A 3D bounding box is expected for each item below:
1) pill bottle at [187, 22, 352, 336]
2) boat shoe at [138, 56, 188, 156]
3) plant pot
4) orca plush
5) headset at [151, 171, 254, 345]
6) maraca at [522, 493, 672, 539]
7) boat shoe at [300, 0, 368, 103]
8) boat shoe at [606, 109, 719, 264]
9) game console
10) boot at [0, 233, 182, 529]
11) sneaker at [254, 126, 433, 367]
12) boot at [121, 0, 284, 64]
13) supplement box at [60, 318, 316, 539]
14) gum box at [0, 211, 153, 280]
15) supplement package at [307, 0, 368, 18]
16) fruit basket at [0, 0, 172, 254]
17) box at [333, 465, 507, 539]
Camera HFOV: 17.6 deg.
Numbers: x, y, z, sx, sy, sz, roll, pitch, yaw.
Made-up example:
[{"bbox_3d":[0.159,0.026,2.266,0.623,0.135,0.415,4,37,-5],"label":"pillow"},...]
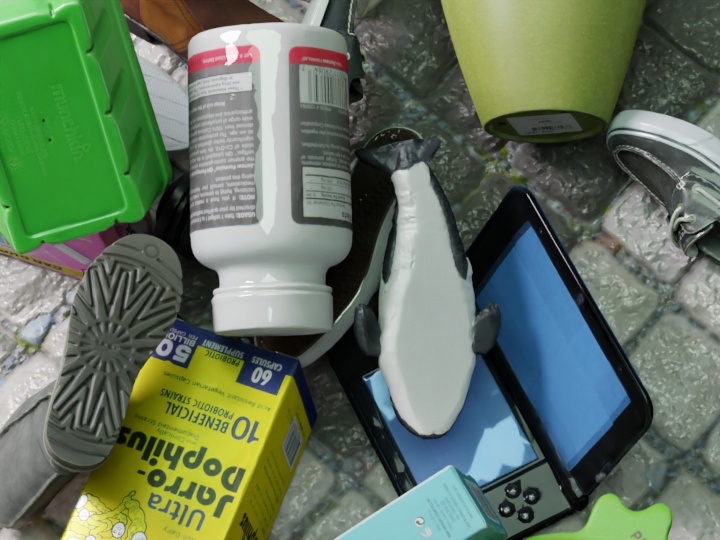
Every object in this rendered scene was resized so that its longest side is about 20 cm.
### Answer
[{"bbox_3d":[-0.061,-0.059,1.564,0.110,0.111,0.202,-2,85,5],"label":"pill bottle"},{"bbox_3d":[-0.217,-0.130,1.751,0.199,0.071,0.073,20,62,-5],"label":"boat shoe"},{"bbox_3d":[0.136,-0.202,1.707,0.185,0.187,0.202,-2,78,5],"label":"plant pot"},{"bbox_3d":[0.029,0.013,1.598,0.105,0.071,0.202,-21,96,-18],"label":"orca plush"},{"bbox_3d":[-0.090,-0.038,1.714,0.122,0.094,0.202,4,81,2],"label":"headset"},{"bbox_3d":[0.139,0.231,1.534,0.199,0.107,0.137,-34,66,-10],"label":"maraca"},{"bbox_3d":[-0.027,-0.134,1.688,0.060,0.076,0.201,21,66,-6],"label":"boat shoe"},{"bbox_3d":[0.252,-0.042,1.664,0.199,0.072,0.071,34,69,17],"label":"boat shoe"},{"bbox_3d":[0.084,0.075,1.605,0.170,0.119,0.201,-26,65,-6],"label":"game console"},{"bbox_3d":[-0.193,0.080,1.590,0.072,0.200,0.183,27,69,-6],"label":"boot"},{"bbox_3d":[0.000,0.000,1.663,0.072,0.085,0.201,24,69,30],"label":"sneaker"},{"bbox_3d":[-0.123,-0.222,1.716,0.188,0.200,0.069,33,72,19],"label":"boot"},{"bbox_3d":[-0.119,0.151,1.597,0.108,0.110,0.201,17,69,14],"label":"supplement box"},{"bbox_3d":[-0.251,-0.059,1.704,0.198,0.114,0.067,16,68,13],"label":"gum box"},{"bbox_3d":[-0.065,-0.314,1.801,0.199,0.111,0.157,20,69,15],"label":"supplement package"},{"bbox_3d":[-0.226,-0.128,1.590,0.154,0.216,0.217,-16,65,-2],"label":"fruit basket"},{"bbox_3d":[-0.002,0.207,1.550,0.199,0.082,0.049,-34,73,6],"label":"box"}]
